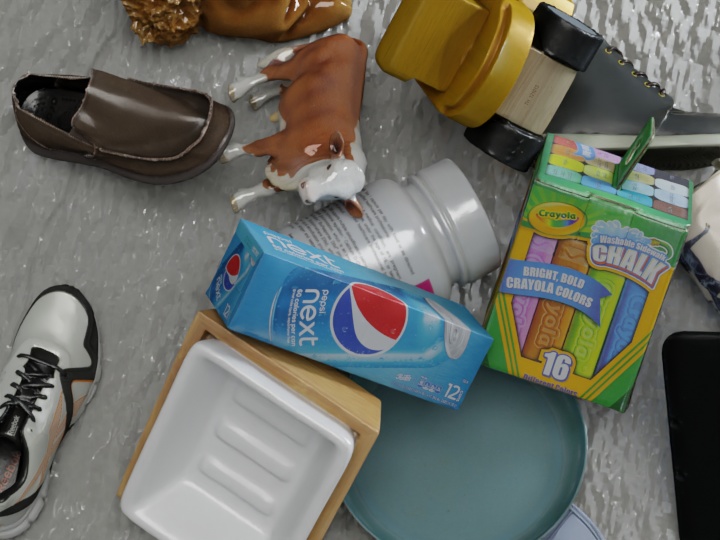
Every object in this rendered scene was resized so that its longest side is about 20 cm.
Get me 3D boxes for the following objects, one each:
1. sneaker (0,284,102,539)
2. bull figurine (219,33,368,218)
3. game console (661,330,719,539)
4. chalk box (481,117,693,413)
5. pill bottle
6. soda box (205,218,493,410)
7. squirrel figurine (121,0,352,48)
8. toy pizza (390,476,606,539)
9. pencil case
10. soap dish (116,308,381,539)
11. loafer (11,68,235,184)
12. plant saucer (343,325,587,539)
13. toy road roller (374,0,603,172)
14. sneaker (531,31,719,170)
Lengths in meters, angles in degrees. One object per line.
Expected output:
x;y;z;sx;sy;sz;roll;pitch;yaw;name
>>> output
-0.248;0.104;1.735;0.073;0.080;0.202;14;74;4;sneaker
-0.044;-0.105;1.753;0.120;0.065;0.201;-10;41;18;bull figurine
0.334;0.115;1.719;0.175;0.202;0.116;-27;32;-31;game console
0.175;-0.020;1.709;0.123;0.125;0.202;18;109;3;chalk box
0.000;0.000;1.749;0.199;0.113;0.114;-27;78;-8;pill bottle
-0.007;0.033;1.657;0.199;0.068;0.065;20;104;-25;soda box
-0.111;-0.257;1.773;0.198;0.187;0.143;-21;77;-7;squirrel figurine
0.102;0.256;1.725;0.198;0.032;0.202;0;70;-1;toy pizza
0.315;0.008;1.774;0.089;0.078;0.200;-35;79;-23;pencil case
-0.080;0.135;1.683;0.157;0.201;0.081;33;37;7;soap dish
-0.191;-0.115;1.757;0.198;0.071;0.074;4;66;26;loafer
0.074;0.136;1.742;0.198;0.027;0.202;-1;62;1;plant saucer
0.081;-0.178;1.736;0.145;0.200;0.124;25;105;-22;toy road roller
0.222;-0.140;1.809;0.198;0.075;0.107;1;78;0;sneaker
